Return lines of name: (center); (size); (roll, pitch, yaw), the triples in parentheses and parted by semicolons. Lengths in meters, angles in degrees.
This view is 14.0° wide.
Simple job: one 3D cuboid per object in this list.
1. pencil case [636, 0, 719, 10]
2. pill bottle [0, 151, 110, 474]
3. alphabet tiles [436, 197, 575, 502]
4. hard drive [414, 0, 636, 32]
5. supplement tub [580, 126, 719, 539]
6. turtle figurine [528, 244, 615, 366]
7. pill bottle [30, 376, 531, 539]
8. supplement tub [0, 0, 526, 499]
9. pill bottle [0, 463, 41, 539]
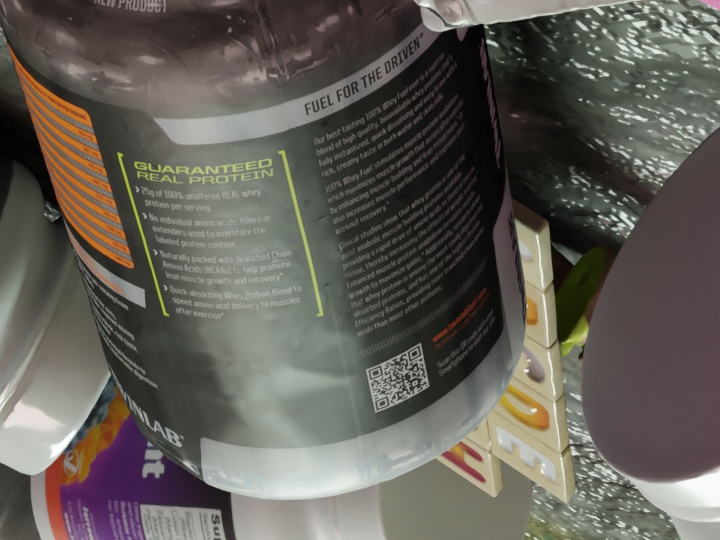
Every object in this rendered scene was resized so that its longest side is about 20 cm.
pencil case: (0.148, -0.057, 0.664); (0.199, 0.091, 0.094); (28, 155, -19)
pill bottle: (-0.188, -0.010, 1.087); (0.199, 0.114, 0.113); (28, 159, -16)
alphabet tiles: (0.000, 0.000, 0.964); (0.167, 0.008, 0.200); (33, 156, 25)
hard drive: (0.022, -0.142, 0.535); (0.139, 0.038, 0.201); (-3, 121, 48)
supplement tub: (0.174, 0.049, 0.816); (0.199, 0.146, 0.145); (32, 157, -26)
turtle figurine: (0.125, 0.052, 0.972); (0.161, 0.065, 0.200); (36, -173, -17)
pill bottle: (-0.031, 0.085, 1.163); (0.199, 0.112, 0.111); (-2, 149, 47)
supplement tub: (-0.025, -0.045, 0.775); (0.122, 0.123, 0.201); (13, 140, 23)
pill bottle: (-0.093, 0.152, 1.390); (0.199, 0.117, 0.116); (13, 158, 26)
